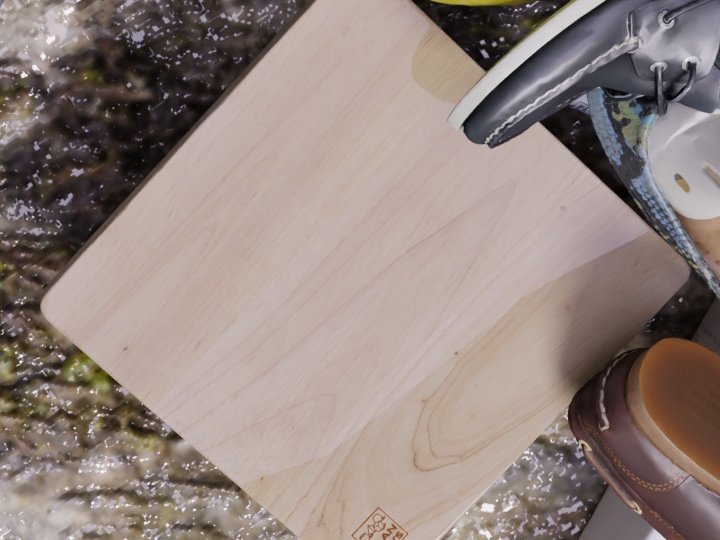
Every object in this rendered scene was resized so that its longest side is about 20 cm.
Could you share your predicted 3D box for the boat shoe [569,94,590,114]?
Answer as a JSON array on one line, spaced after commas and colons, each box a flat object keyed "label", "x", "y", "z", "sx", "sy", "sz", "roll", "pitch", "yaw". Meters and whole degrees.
[{"label": "boat shoe", "x": 0.152, "y": -0.151, "z": 1.094, "sx": 0.068, "sy": 0.074, "sz": 0.200, "roll": 18, "pitch": 103, "yaw": -13}]

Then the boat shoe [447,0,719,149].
[{"label": "boat shoe", "x": 0.129, "y": -0.096, "z": 1.021, "sx": 0.199, "sy": 0.075, "sz": 0.066, "roll": -34, "pitch": 87, "yaw": -13}]

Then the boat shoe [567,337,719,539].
[{"label": "boat shoe", "x": 0.173, "y": 0.107, "z": 1.077, "sx": 0.200, "sy": 0.070, "sz": 0.070, "roll": 45, "pitch": 55, "yaw": -5}]

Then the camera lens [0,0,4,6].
[{"label": "camera lens", "x": -0.237, "y": -0.113, "z": 1.014, "sx": 0.160, "sy": 0.160, "sz": 0.200, "roll": 38, "pitch": 96, "yaw": -13}]

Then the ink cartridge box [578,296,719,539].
[{"label": "ink cartridge box", "x": 0.186, "y": 0.126, "z": 1.157, "sx": 0.145, "sy": 0.088, "sz": 0.200, "roll": 27, "pitch": 96, "yaw": -11}]

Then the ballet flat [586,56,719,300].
[{"label": "ballet flat", "x": 0.165, "y": -0.018, "z": 1.056, "sx": 0.074, "sy": 0.074, "sz": 0.200, "roll": -36, "pitch": 95, "yaw": 3}]

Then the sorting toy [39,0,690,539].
[{"label": "sorting toy", "x": 0.000, "y": 0.000, "z": 1.115, "sx": 0.199, "sy": 0.070, "sz": 0.200, "roll": 42, "pitch": 96, "yaw": -13}]

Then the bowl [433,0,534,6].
[{"label": "bowl", "x": 0.062, "y": -0.179, "z": 1.048, "sx": 0.200, "sy": 0.200, "sz": 0.108, "roll": -28, "pitch": 147, "yaw": 1}]
